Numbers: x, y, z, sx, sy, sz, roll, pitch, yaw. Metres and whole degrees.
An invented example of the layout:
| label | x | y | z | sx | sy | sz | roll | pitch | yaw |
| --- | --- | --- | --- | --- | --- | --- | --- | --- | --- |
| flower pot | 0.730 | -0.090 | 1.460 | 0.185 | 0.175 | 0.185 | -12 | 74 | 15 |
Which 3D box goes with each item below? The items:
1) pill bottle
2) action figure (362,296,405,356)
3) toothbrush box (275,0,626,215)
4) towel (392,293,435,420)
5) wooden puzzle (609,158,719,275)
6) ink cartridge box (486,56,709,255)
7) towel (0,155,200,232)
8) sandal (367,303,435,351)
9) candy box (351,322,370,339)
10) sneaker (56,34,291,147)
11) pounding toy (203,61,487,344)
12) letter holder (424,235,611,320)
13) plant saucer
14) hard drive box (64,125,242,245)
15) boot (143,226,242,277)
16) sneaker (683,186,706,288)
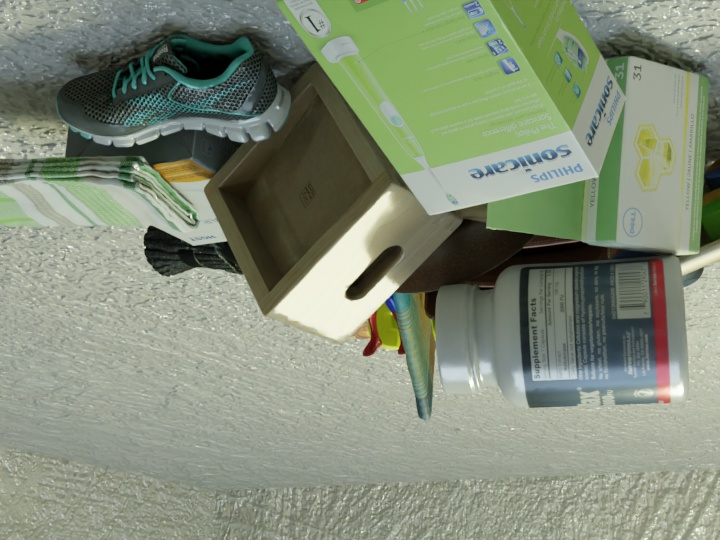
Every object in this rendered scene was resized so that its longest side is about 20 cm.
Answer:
| label | x | y | z | sx | sy | sz | roll | pitch | yaw |
| --- | --- | --- | --- | --- | --- | --- | --- | --- | --- |
| pill bottle | 0.166 | 0.052 | 1.061 | 0.197 | 0.121 | 0.120 | -3 | 162 | 13 |
| action figure | 0.000 | 0.000 | 1.306 | 0.064 | 0.203 | 0.099 | -5 | -162 | 23 |
| toothbrush box | 0.063 | -0.146 | 0.859 | 0.144 | 0.087 | 0.201 | -12 | 127 | 40 |
| towel | 0.049 | 0.030 | 1.308 | 0.021 | 0.202 | 0.147 | -7 | -153 | 10 |
| wooden puzzle | 0.300 | -0.050 | 1.160 | 0.184 | 0.047 | 0.200 | -26 | -169 | 26 |
| ink cartridge box | 0.189 | -0.094 | 1.003 | 0.198 | 0.148 | 0.048 | 6 | 177 | -39 |
| towel | -0.261 | -0.062 | 1.164 | 0.197 | 0.031 | 0.149 | 0 | 162 | 15 |
| sandal | 0.107 | 0.064 | 1.561 | 0.197 | 0.081 | 0.087 | 1 | 167 | 1 |
| candy box | 0.013 | 0.040 | 1.671 | 0.114 | 0.056 | 0.200 | 0 | 162 | 6 |
| sneaker | -0.159 | -0.157 | 1.056 | 0.197 | 0.078 | 0.092 | -3 | 146 | 8 |
| pounding toy | 0.006 | -0.055 | 1.085 | 0.200 | 0.185 | 0.141 | -45 | 141 | 19 |
| letter holder | 0.151 | -0.025 | 1.285 | 0.197 | 0.144 | 0.101 | -2 | 163 | 16 |
| plant saucer | 0.079 | -0.059 | 1.169 | 0.198 | 0.201 | 0.037 | -7 | 128 | 30 |
| hard drive box | -0.154 | -0.096 | 1.216 | 0.154 | 0.078 | 0.199 | -7 | 161 | 31 |
| boot | -0.121 | -0.025 | 1.438 | 0.156 | 0.081 | 0.210 | -8 | 162 | 38 |
| sneaker | 0.369 | -0.031 | 1.344 | 0.144 | 0.078 | 0.202 | -3 | 161 | 29 |
